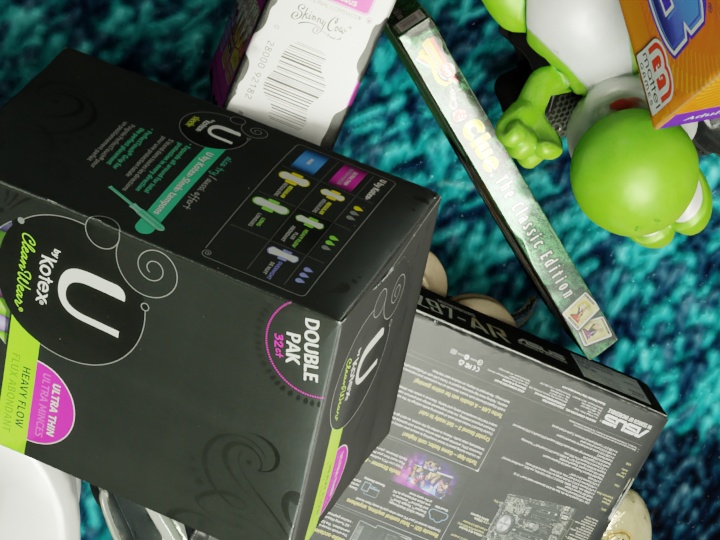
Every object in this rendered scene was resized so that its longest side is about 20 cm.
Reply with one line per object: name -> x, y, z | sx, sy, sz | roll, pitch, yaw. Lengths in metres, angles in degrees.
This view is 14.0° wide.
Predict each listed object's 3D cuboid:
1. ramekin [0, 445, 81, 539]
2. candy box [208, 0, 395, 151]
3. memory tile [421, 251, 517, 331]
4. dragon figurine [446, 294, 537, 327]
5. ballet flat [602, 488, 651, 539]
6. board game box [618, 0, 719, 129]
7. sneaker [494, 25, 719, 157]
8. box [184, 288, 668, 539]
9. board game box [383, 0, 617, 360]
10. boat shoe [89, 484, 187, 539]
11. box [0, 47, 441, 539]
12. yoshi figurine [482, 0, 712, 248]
ramekin -> -0.235, 0.124, 1.485 | 0.199, 0.098, 0.202 | -4, 109, -11
candy box -> -0.009, -0.163, 1.417 | 0.061, 0.136, 0.201 | 21, 103, -10
memory tile -> -0.031, 0.033, 1.483 | 0.200, 0.017, 0.153 | 37, 102, -20
dragon figurine -> 0.000, 0.000, 1.516 | 0.199, 0.059, 0.100 | -4, 112, -8
ballet flat -> 0.116, 0.213, 1.617 | 0.066, 0.057, 0.201 | 15, 104, -18
board game box -> 0.226, -0.200, 1.296 | 0.199, 0.200, 0.201 | -11, 79, -18
sneaker -> 0.145, -0.086, 1.516 | 0.114, 0.076, 0.199 | -45, 109, 6
box -> 0.032, 0.097, 1.486 | 0.199, 0.044, 0.161 | 22, 106, -18
board game box -> 0.064, -0.054, 1.490 | 0.023, 0.105, 0.200 | -30, 113, 2
boat shoe -> -0.112, 0.109, 1.525 | 0.060, 0.076, 0.201 | -18, 99, 37
box -> -0.085, 0.015, 1.352 | 0.199, 0.124, 0.149 | 22, 127, 13
yoshi figurine -> 0.112, -0.098, 1.394 | 0.112, 0.112, 0.201 | -35, 103, -37
